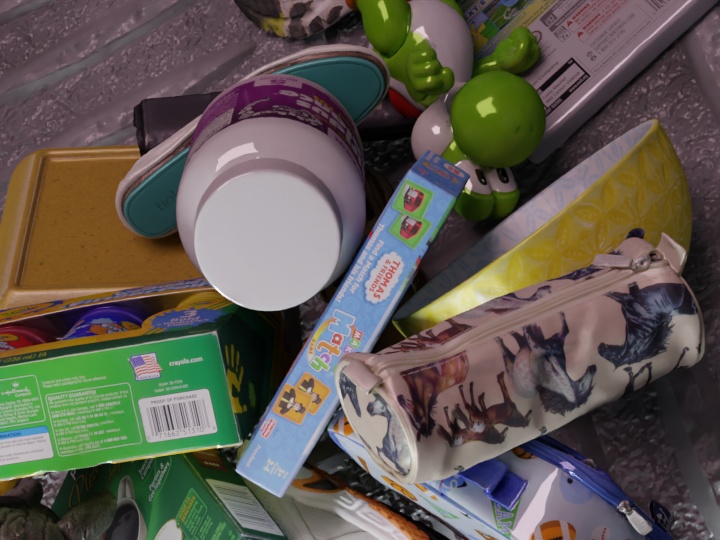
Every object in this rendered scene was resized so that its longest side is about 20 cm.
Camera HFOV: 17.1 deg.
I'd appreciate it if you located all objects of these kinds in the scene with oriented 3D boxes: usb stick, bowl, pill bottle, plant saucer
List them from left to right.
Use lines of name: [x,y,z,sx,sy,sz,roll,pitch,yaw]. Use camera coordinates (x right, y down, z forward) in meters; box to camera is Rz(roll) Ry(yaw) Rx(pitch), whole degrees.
plant saucer: [-0.153,-0.020,1.596,0.200,0.048,0.200,-2,45,5]
pill bottle: [-0.052,-0.045,1.423,0.112,0.112,0.200,-35,14,9]
usb stick: [-0.053,-0.102,1.611,0.200,0.033,0.056,-6,42,-2]
bowl: [0.128,0.012,1.423,0.200,0.200,0.108,-37,93,8]

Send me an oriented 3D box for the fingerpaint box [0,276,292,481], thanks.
fingerpaint box: [-0.156,0.061,1.435,0.200,0.167,0.073,-9,101,11]

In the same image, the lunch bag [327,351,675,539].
lunch bag: [0.084,0.124,1.365,0.200,0.160,0.076,26,79,40]

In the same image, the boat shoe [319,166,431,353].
boat shoe: [0.000,0.000,1.545,0.076,0.074,0.200,-34,51,11]

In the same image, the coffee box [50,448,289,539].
coffee box: [-0.122,0.162,1.501,0.200,0.044,0.123,44,114,50]

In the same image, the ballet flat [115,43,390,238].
ballet flat: [-0.074,-0.093,1.548,0.200,0.069,0.069,-32,51,9]

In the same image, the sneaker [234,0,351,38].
sneaker: [-0.009,-0.219,1.694,0.200,0.075,0.085,-4,32,39]

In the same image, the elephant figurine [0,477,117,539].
elephant figurine: [-0.207,0.180,1.448,0.141,0.200,0.155,-24,72,-28]

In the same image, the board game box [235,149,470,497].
board game box: [-0.002,0.027,1.420,0.037,0.151,0.200,31,99,1]

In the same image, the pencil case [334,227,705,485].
pencil case: [0.084,0.046,1.277,0.200,0.090,0.078,-22,39,-18]

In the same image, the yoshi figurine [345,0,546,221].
yoshi figurine: [0.063,-0.132,1.535,0.112,0.112,0.200,-23,69,-1]

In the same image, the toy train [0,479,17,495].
toy train: [-0.249,0.140,1.612,0.200,0.085,0.116,25,74,26]

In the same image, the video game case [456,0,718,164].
video game case: [0.141,-0.191,1.606,0.200,0.022,0.182,-43,50,4]

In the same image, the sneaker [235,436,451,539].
sneaker: [-0.017,0.177,1.462,0.200,0.076,0.092,23,85,48]
